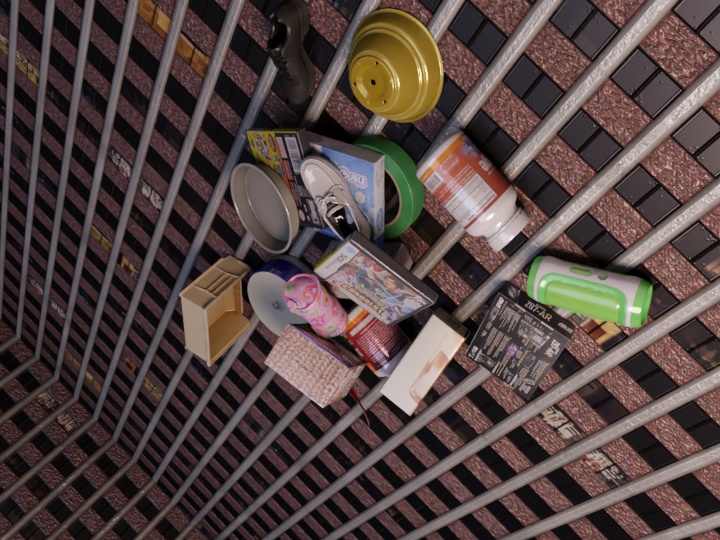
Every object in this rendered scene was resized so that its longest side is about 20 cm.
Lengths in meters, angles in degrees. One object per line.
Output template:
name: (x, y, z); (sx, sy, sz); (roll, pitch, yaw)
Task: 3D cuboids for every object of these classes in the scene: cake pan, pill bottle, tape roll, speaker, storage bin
cake pan: (-0.198, -0.135, 1.459); (0.198, 0.036, 0.204); (32, 138, 33)
pill bottle: (0.045, 0.161, 1.570); (0.201, 0.113, 0.113); (49, 138, -1)
tape roll: (0.032, -0.164, 1.384); (0.197, 0.048, 0.204); (23, 132, 28)
speaker: (0.392, 0.035, 1.202); (0.196, 0.088, 0.090); (16, 130, 31)
storage bin: (-0.366, 0.099, 1.807); (0.092, 0.199, 0.203); (24, 134, 20)
pill bottle: (0.199, -0.136, 1.217); (0.200, 0.112, 0.112); (47, 139, 0)

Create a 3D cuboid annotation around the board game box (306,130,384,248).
board game box: (-0.042, -0.156, 1.386); (0.197, 0.043, 0.203); (22, 131, 29)

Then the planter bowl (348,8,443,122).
planter bowl: (0.040, -0.341, 1.219); (0.197, 0.083, 0.204); (23, 132, 27)

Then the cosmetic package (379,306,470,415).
cosmetic package: (0.135, 0.187, 1.452); (0.087, 0.103, 0.202); (36, 105, 8)

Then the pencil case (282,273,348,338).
pencil case: (-0.089, 0.077, 1.441); (0.086, 0.089, 0.200); (23, 166, 25)

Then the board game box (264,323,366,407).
board game box: (-0.092, 0.200, 1.511); (0.158, 0.200, 0.098); (35, 93, 13)

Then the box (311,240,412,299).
box: (0.000, 0.000, 1.480); (0.196, 0.118, 0.061); (3, 142, 37)

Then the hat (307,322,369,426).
hat: (-0.056, 0.231, 1.623); (0.195, 0.179, 0.168); (9, 138, -4)

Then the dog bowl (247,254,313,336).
dog bowl: (-0.181, 0.068, 1.717); (0.197, 0.079, 0.204); (22, 132, 26)

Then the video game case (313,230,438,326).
video game case: (0.024, 0.022, 1.333); (0.198, 0.026, 0.180); (37, 149, -11)

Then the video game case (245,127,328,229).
video game case: (-0.147, -0.188, 1.410); (0.178, 0.025, 0.204); (13, 126, 46)

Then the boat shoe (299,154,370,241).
boat shoe: (-0.050, -0.124, 1.315); (0.071, 0.066, 0.203); (-26, 104, 17)

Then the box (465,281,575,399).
box: (0.311, 0.142, 1.381); (0.159, 0.043, 0.202); (34, 137, 16)

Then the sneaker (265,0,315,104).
sneaker: (-0.140, -0.407, 1.318); (0.075, 0.091, 0.204); (16, 131, 27)
